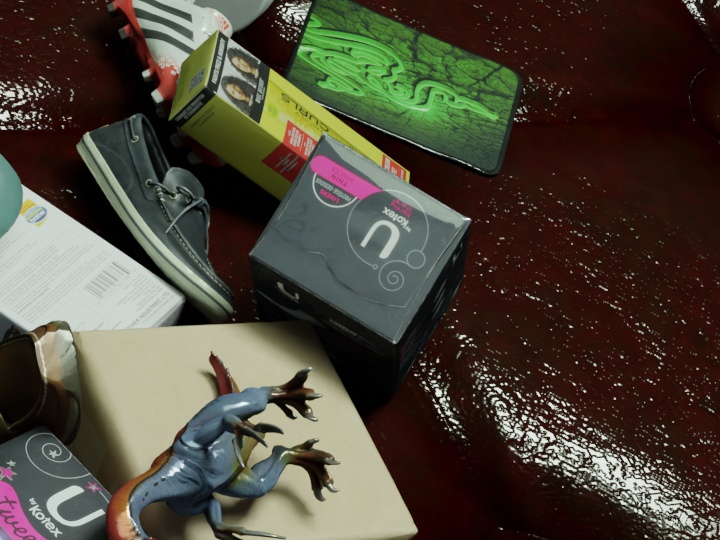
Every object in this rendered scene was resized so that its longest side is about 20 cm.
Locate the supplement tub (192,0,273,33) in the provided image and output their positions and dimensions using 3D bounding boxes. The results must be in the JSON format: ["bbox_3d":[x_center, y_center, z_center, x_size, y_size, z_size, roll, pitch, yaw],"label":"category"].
[{"bbox_3d":[-0.099,-0.299,2.070,0.132,0.132,0.200,29,39,4],"label":"supplement tub"}]

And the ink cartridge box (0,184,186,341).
[{"bbox_3d":[-0.237,0.004,1.737,0.200,0.042,0.119,35,41,8],"label":"ink cartridge box"}]

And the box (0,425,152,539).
[{"bbox_3d":[-0.180,0.215,1.461,0.200,0.132,0.115,42,41,19],"label":"box"}]

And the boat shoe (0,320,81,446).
[{"bbox_3d":[-0.229,0.085,1.547,0.074,0.200,0.076,-6,75,-24],"label":"boat shoe"}]

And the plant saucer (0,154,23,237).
[{"bbox_3d":[-0.336,-0.062,1.709,0.199,0.036,0.200,1,33,-1],"label":"plant saucer"}]

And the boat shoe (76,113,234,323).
[{"bbox_3d":[-0.141,-0.043,1.805,0.062,0.075,0.200,-35,56,-1],"label":"boat shoe"}]

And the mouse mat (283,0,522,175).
[{"bbox_3d":[0.039,-0.162,2.091,0.199,0.008,0.161,21,40,-4],"label":"mouse mat"}]

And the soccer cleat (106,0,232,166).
[{"bbox_3d":[-0.133,-0.163,1.937,0.085,0.069,0.200,-26,50,-6],"label":"soccer cleat"}]

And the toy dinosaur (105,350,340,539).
[{"bbox_3d":[-0.097,0.130,1.488,0.181,0.105,0.200,-16,15,-36],"label":"toy dinosaur"}]

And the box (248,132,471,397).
[{"bbox_3d":[0.000,0.000,1.727,0.122,0.200,0.106,31,79,6],"label":"box"}]

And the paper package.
[{"bbox_3d":[-0.090,0.137,1.620,0.190,0.104,0.200,-3,47,-30],"label":"paper package"}]

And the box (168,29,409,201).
[{"bbox_3d":[-0.053,-0.095,1.881,0.200,0.050,0.075,37,36,-23],"label":"box"}]
